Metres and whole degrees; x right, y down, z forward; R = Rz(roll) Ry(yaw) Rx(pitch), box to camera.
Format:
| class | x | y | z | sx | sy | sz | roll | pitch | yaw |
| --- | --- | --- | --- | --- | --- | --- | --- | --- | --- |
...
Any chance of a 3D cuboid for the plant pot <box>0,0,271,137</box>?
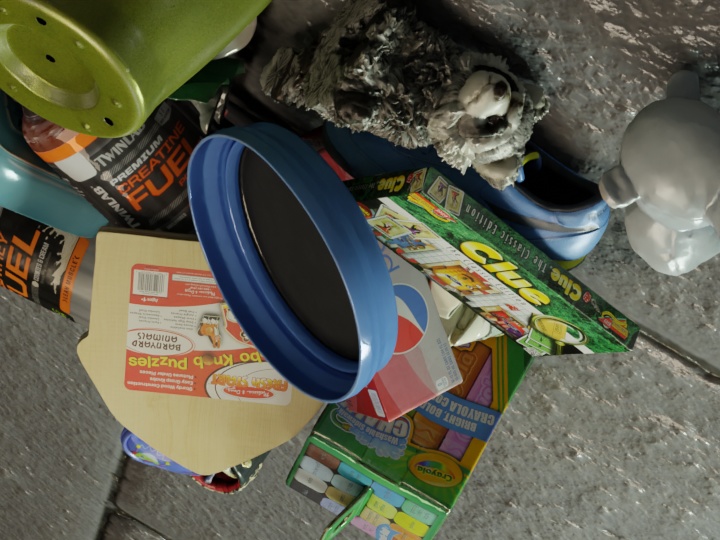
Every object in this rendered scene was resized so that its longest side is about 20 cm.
| class | x | y | z | sx | sy | sz | roll | pitch | yaw |
| --- | --- | --- | --- | --- | --- | --- | --- | --- | --- |
| plant pot | -0.139 | -0.189 | 1.338 | 0.200 | 0.193 | 0.201 | 24 | 154 | 13 |

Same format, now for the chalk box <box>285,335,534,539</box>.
| class | x | y | z | sx | sy | sz | roll | pitch | yaw |
| --- | --- | --- | --- | --- | --- | --- | --- | --- | --- |
| chalk box | 0.028 | 0.132 | 1.728 | 0.124 | 0.200 | 0.125 | 29 | 155 | 2 |

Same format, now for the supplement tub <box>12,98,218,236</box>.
| class | x | y | z | sx | sy | sz | roll | pitch | yaw |
| --- | --- | --- | --- | --- | --- | --- | --- | --- | --- |
| supplement tub | -0.172 | -0.096 | 1.640 | 0.200 | 0.107 | 0.107 | 44 | 151 | -27 |

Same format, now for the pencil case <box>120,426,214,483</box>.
| class | x | y | z | sx | sy | sz | roll | pitch | yaw |
| --- | --- | --- | --- | --- | --- | --- | --- | --- | --- |
| pencil case | -0.124 | 0.064 | 1.776 | 0.078 | 0.200 | 0.087 | 35 | 146 | -31 |

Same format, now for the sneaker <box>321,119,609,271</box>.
| class | x | y | z | sx | sy | sz | roll | pitch | yaw |
| --- | --- | --- | --- | --- | --- | --- | --- | --- | --- |
| sneaker | 0.071 | -0.073 | 1.480 | 0.200 | 0.066 | 0.079 | 26 | 146 | 7 |

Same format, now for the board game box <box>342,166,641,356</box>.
| class | x | y | z | sx | sy | sz | roll | pitch | yaw |
| --- | --- | --- | --- | --- | --- | --- | --- | --- | --- |
| board game box | 0.083 | -0.003 | 1.492 | 0.200 | 0.024 | 0.105 | 36 | 155 | -27 |

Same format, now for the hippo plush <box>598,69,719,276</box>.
| class | x | y | z | sx | sy | sz | roll | pitch | yaw |
| --- | --- | --- | --- | --- | --- | --- | --- | --- | --- |
| hippo plush | 0.215 | -0.024 | 1.297 | 0.160 | 0.160 | 0.200 | 20 | 153 | 19 |

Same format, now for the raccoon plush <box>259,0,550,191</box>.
| class | x | y | z | sx | sy | sz | roll | pitch | yaw |
| --- | --- | --- | --- | --- | --- | --- | --- | --- | --- |
| raccoon plush | 0.033 | -0.116 | 1.448 | 0.134 | 0.097 | 0.200 | 29 | 180 | -22 |

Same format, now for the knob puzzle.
| class | x | y | z | sx | sy | sz | roll | pitch | yaw |
| --- | --- | --- | --- | --- | --- | --- | --- | --- | --- |
| knob puzzle | -0.110 | 0.061 | 1.669 | 0.219 | 0.030 | 0.220 | 0 | 119 | 1 |

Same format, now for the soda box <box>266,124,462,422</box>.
| class | x | y | z | sx | sy | sz | roll | pitch | yaw |
| --- | --- | --- | --- | --- | --- | --- | --- | --- | --- |
| soda box | 0.000 | 0.000 | 1.573 | 0.063 | 0.070 | 0.200 | 12 | 126 | 61 |

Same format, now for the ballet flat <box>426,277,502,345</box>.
| class | x | y | z | sx | sy | sz | roll | pitch | yaw |
| --- | --- | --- | --- | --- | --- | --- | --- | --- | --- |
| ballet flat | 0.070 | 0.010 | 1.613 | 0.069 | 0.071 | 0.200 | 17 | 152 | 15 |

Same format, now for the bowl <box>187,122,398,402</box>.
| class | x | y | z | sx | sy | sz | roll | pitch | yaw |
| --- | --- | --- | --- | --- | --- | --- | --- | --- | --- |
| bowl | -0.045 | -0.008 | 1.520 | 0.201 | 0.039 | 0.201 | 43 | 149 | 34 |

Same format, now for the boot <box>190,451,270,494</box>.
| class | x | y | z | sx | sy | sz | roll | pitch | yaw |
| --- | --- | --- | --- | --- | --- | --- | --- | --- | --- |
| boot | -0.067 | 0.095 | 1.815 | 0.073 | 0.154 | 0.204 | 34 | 155 | -8 |

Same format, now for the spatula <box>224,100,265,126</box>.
| class | x | y | z | sx | sy | sz | roll | pitch | yaw |
| --- | --- | --- | --- | --- | --- | --- | --- | --- | --- |
| spatula | -0.110 | -0.134 | 1.605 | 0.200 | 0.021 | 0.056 | 41 | 154 | -22 |

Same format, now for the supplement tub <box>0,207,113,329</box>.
| class | x | y | z | sx | sy | sz | roll | pitch | yaw |
| --- | --- | --- | --- | --- | --- | --- | --- | --- | --- |
| supplement tub | -0.248 | -0.035 | 1.814 | 0.200 | 0.123 | 0.123 | 25 | 154 | 11 |

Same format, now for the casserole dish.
| class | x | y | z | sx | sy | sz | roll | pitch | yaw |
| --- | --- | --- | --- | --- | --- | --- | --- | --- | --- |
| casserole dish | -0.243 | -0.098 | 1.680 | 0.039 | 0.121 | 0.200 | -29 | 149 | 26 |

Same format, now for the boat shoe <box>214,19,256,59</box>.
| class | x | y | z | sx | sy | sz | roll | pitch | yaw |
| --- | --- | --- | --- | --- | --- | --- | --- | --- | --- |
| boat shoe | -0.168 | -0.187 | 1.492 | 0.199 | 0.069 | 0.072 | 5 | 116 | -15 |

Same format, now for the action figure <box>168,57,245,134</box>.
| class | x | y | z | sx | sy | sz | roll | pitch | yaw |
| --- | --- | --- | --- | --- | --- | --- | --- | --- | --- |
| action figure | -0.187 | -0.145 | 1.529 | 0.199 | 0.055 | 0.118 | 19 | -167 | 5 |
